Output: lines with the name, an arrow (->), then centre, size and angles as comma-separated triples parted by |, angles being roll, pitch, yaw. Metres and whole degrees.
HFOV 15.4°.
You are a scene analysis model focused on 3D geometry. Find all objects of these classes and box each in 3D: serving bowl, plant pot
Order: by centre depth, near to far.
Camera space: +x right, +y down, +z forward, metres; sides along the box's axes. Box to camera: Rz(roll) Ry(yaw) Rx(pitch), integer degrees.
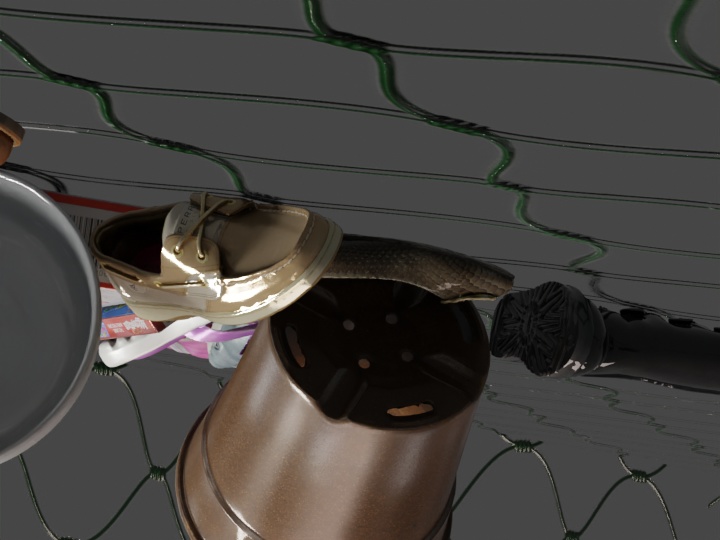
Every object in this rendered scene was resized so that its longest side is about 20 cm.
serving bowl -> -0.255, 0.037, 1.665 | 0.200, 0.200, 0.066 | 8, 164, 9
plant pot -> -0.009, 0.100, 1.790 | 0.200, 0.201, 0.198 | 10, 142, -9

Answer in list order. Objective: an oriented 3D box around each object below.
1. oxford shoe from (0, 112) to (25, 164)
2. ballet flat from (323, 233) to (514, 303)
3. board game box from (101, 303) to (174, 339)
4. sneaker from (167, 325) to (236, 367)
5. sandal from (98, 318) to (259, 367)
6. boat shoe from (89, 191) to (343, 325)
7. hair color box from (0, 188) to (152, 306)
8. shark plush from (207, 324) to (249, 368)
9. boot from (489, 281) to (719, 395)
oxford shoe -> -0.263, -0.070, 1.321 | 0.200, 0.071, 0.071 | 10, 173, -31
ballet flat -> 0.000, 0.000, 1.711 | 0.200, 0.046, 0.067 | 10, 175, -9
board game box -> -0.128, 0.011, 1.836 | 0.103, 0.019, 0.200 | -35, -172, -16
sneaker -> -0.133, 0.024, 2.057 | 0.088, 0.082, 0.200 | 10, 169, 32
sandal -> -0.092, 0.034, 1.868 | 0.202, 0.050, 0.082 | -20, -169, 31
boat shoe -> -0.096, -0.012, 1.626 | 0.200, 0.074, 0.069 | -10, 135, 47
hair color box -> -0.208, -0.015, 1.817 | 0.111, 0.064, 0.200 | 9, 173, -18
shark plush -> -0.035, 0.037, 1.946 | 0.200, 0.083, 0.091 | 5, 173, 36
boot -> 0.210, 0.059, 1.860 | 0.200, 0.066, 0.165 | 14, -178, -16
